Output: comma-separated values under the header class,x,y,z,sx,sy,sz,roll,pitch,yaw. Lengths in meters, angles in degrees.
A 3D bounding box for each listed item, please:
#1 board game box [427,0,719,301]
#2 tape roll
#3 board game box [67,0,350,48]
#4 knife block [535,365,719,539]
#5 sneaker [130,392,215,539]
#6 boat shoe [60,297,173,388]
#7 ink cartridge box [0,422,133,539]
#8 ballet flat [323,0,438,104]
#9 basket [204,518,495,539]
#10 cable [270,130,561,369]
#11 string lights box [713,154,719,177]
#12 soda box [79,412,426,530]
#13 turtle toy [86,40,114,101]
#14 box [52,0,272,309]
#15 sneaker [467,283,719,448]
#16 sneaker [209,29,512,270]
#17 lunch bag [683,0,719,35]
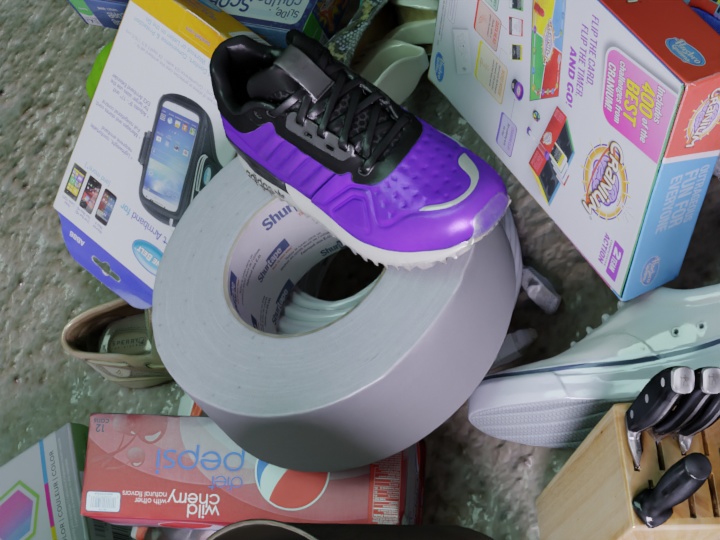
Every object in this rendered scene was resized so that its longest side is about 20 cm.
class,x,y,z,sx,sy,sz,roll,pitch,yaw
board game box,0.111,-0.106,0.817,0.040,0.154,0.201,-20,54,-23
tape roll,-0.016,0.008,0.859,0.198,0.066,0.202,-15,52,20
board game box,-0.089,-0.217,1.033,0.198,0.034,0.136,15,69,29
knife block,0.139,0.104,0.750,0.199,0.175,0.065,-20,59,31
sneaker,-0.088,0.154,0.982,0.081,0.077,0.202,9,81,28
boat shoe,-0.123,0.038,1.059,0.198,0.065,0.073,-12,65,35
ink cartridge box,-0.249,0.203,1.095,0.199,0.059,0.105,-32,55,24
ballet flat,0.022,-0.143,0.981,0.071,0.072,0.201,-5,36,37
basket,0.010,0.203,0.779,0.135,0.199,0.182,-18,82,26
cable,0.000,0.000,0.946,0.199,0.069,0.201,-31,48,4
string lights box,0.147,-0.131,0.918,0.199,0.059,0.104,20,86,42
soda box,-0.062,0.124,0.920,0.198,0.070,0.064,1,75,11
turtle toy,-0.111,-0.147,1.100,0.199,0.101,0.147,-17,62,38
box,-0.127,-0.076,1.000,0.119,0.041,0.201,37,119,21
sneaker,0.153,0.049,0.842,0.198,0.073,0.071,-12,55,25
sneaker,-0.013,-0.072,0.800,0.199,0.100,0.070,25,63,40
lunch bag,0.226,-0.180,0.799,0.199,0.095,0.150,-35,48,-14
